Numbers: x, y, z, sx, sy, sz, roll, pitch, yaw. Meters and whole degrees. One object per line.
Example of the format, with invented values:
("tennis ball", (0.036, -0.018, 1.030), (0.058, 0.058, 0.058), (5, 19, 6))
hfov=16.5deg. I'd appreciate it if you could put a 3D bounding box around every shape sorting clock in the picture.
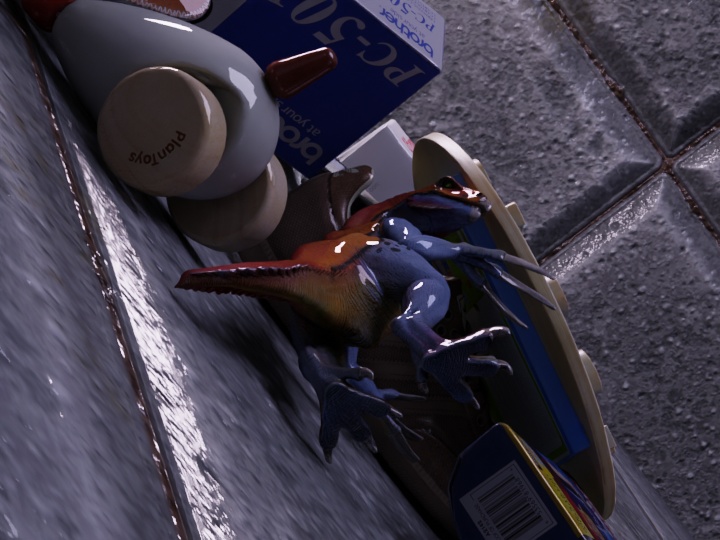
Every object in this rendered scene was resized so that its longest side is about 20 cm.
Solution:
("shape sorting clock", (0.074, 0.027, 1.179), (0.201, 0.039, 0.200), (59, -15, 26))

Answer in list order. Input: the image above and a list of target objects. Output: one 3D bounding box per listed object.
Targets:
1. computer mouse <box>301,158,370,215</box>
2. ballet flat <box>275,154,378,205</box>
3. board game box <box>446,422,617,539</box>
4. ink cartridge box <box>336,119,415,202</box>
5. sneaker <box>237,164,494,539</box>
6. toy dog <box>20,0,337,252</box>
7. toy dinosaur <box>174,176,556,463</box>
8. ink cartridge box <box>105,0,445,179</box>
("computer mouse", (0.000, 0.000, 1.305), (0.140, 0.046, 0.200), (38, -9, 19))
("ballet flat", (0.001, 0.008, 1.200), (0.200, 0.064, 0.067), (53, 4, -2))
("board game box", (0.112, 0.176, 1.055), (0.201, 0.062, 0.200), (56, 5, 20))
("ink cartridge box", (0.046, 0.008, 1.531), (0.200, 0.084, 0.145), (52, 4, -2))
("sneaker", (0.028, 0.044, 1.129), (0.200, 0.075, 0.070), (52, 4, -9))
("toy dog", (-0.083, -0.106, 1.010), (0.200, 0.096, 0.132), (53, 4, 1))
("toy dinosaur", (0.011, -0.005, 1.017), (0.200, 0.105, 0.182), (49, 13, -33))
("ink cartridge box", (-0.064, -0.133, 1.118), (0.200, 0.094, 0.044), (36, 36, -24))
